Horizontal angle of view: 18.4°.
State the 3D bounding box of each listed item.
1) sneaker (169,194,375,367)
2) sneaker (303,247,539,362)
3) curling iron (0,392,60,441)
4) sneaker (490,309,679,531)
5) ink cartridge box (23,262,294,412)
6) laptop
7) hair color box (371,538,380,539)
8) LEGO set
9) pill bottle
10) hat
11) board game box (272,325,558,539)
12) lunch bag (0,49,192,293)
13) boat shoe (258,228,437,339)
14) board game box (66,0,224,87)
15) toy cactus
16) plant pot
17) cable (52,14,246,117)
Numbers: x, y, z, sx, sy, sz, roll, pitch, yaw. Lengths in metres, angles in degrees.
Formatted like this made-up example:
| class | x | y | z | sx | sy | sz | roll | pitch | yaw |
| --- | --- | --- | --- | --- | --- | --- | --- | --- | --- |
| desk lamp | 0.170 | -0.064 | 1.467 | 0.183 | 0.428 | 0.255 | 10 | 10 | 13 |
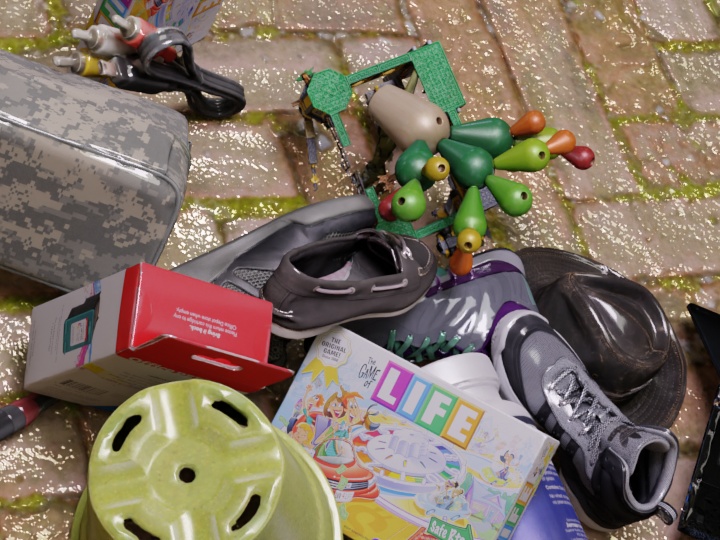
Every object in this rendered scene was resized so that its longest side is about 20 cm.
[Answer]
| class | x | y | z | sx | sy | sz | roll | pitch | yaw |
| --- | --- | --- | --- | --- | --- | --- | --- | --- | --- |
| sneaker | -0.061 | 0.020 | 1.743 | 0.199 | 0.076 | 0.115 | -28 | 81 | -17 |
| sneaker | 0.057 | 0.048 | 1.775 | 0.199 | 0.075 | 0.088 | -20 | 65 | -20 |
| curling iron | -0.261 | 0.100 | 1.649 | 0.050 | 0.026 | 0.200 | 48 | 53 | 0 |
| sneaker | 0.184 | 0.116 | 1.744 | 0.075 | 0.114 | 0.201 | -35 | 103 | -25 |
| ink cartridge box | -0.144 | 0.051 | 1.604 | 0.116 | 0.200 | 0.068 | 18 | 67 | -33 |
| laptop | 0.343 | 0.148 | 1.881 | 0.177 | 0.103 | 0.201 | 21 | 80 | -20 |
| hair color box | -0.030 | 0.268 | 1.536 | 0.065 | 0.110 | 0.200 | 24 | 20 | 24 |
| LEGO set | 0.028 | -0.093 | 1.859 | 0.153 | 0.116 | 0.201 | -31 | 89 | -15 |
| pill bottle | 0.095 | 0.171 | 1.708 | 0.115 | 0.116 | 0.201 | -12 | 66 | -29 |
| hat | 0.196 | 0.050 | 1.845 | 0.200 | 0.081 | 0.201 | 10 | 58 | -17 |
| board game box | 0.029 | 0.140 | 1.651 | 0.199 | 0.034 | 0.135 | 26 | 87 | 25 |
| lunch bag | -0.228 | -0.085 | 1.707 | 0.199 | 0.140 | 0.168 | 19 | 32 | -12 |
| boat shoe | 0.000 | 0.000 | 1.685 | 0.067 | 0.057 | 0.200 | 38 | 35 | 24 |
| board game box | -0.152 | -0.230 | 1.786 | 0.134 | 0.200 | 0.034 | -35 | 78 | -34 |
| toy cactus | 0.075 | -0.087 | 1.756 | 0.200 | 0.103 | 0.165 | -32 | 56 | -33 |
| plant pot | -0.114 | 0.165 | 1.540 | 0.199 | 0.184 | 0.201 | -1 | 68 | 1 |
| cable | -0.147 | -0.167 | 1.773 | 0.200 | 0.097 | 0.051 | 5 | 63 | -55 |
